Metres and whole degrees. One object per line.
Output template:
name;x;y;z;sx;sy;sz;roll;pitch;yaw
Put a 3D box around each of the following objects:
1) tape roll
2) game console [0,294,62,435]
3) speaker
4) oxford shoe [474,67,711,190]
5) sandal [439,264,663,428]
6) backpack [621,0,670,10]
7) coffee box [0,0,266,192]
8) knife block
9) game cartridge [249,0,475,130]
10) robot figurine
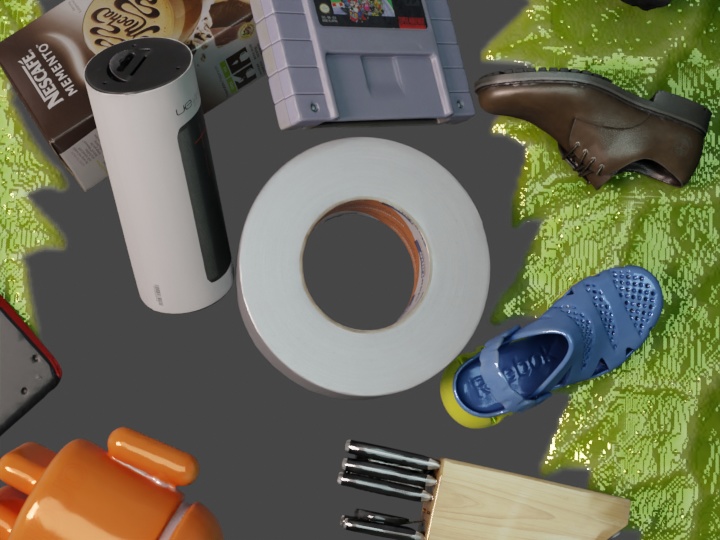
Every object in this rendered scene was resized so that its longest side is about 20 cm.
tape roll;0.000;0.000;1.020;0.197;0.066;0.203;1;81;-9
game console;-0.364;0.083;1.018;0.200;0.031;0.177;-42;93;-7
speaker;-0.148;-0.069;0.962;0.080;0.082;0.202;-4;128;3
oxford shoe;0.185;-0.114;1.051;0.197;0.073;0.086;14;84;-2
sandal;0.159;0.061;1.021;0.199;0.087;0.080;-33;84;-9
backpack;0.177;-0.324;1.051;0.198;0.153;0.165;23;84;-22
coffee box;-0.172;-0.171;1.016;0.199;0.080;0.113;-35;65;-7
knife block;0.086;0.175;1.012;0.199;0.064;0.177;-33;87;-7
game cartridge;0.005;-0.178;1.010;0.198;0.038;0.131;-9;86;-44
robot figurine;-0.187;0.205;0.967;0.198;0.117;0.145;28;55;1
